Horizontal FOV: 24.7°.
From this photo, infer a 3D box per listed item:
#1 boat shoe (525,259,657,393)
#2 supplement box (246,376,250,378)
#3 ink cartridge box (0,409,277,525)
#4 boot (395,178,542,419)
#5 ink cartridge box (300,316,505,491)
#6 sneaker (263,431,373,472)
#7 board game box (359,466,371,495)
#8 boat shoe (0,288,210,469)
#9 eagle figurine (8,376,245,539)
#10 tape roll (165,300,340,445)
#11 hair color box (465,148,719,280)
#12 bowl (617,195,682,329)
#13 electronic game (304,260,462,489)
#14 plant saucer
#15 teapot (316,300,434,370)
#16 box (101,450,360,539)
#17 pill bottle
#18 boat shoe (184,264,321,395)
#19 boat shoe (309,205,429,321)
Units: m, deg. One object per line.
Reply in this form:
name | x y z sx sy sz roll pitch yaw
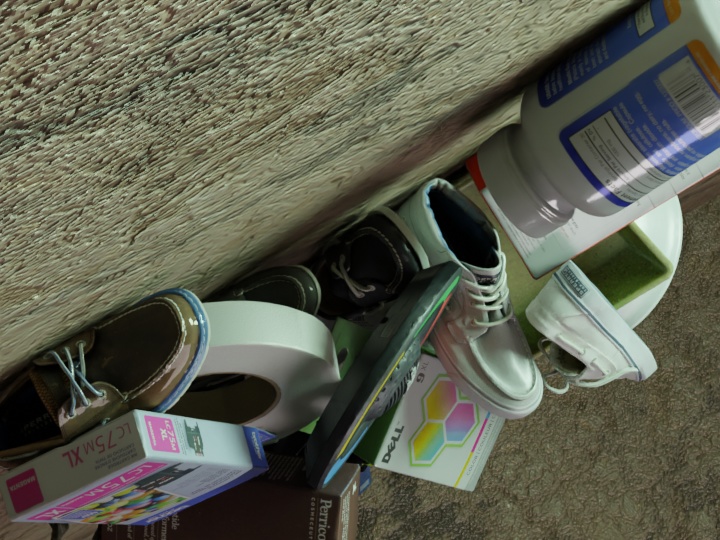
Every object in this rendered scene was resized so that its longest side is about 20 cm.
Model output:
boat shoe | 0.185 0.065 1.382 0.086 0.075 0.202 -41 151 6
supplement box | -0.142 0.163 1.642 0.199 0.127 0.074 -27 172 -33
ink cartridge box | -0.149 0.144 1.172 0.119 0.042 0.200 -26 163 20
boot | 0.091 0.023 1.327 0.073 0.201 0.096 -31 171 -25
ink cartridge box | 0.042 0.118 1.413 0.199 0.059 0.104 23 91 -47
sneaker | -0.073 0.154 1.496 0.199 0.083 0.072 -5 166 29
board game box | -0.100 0.216 1.505 0.135 0.035 0.200 17 -142 32
boat shoe | -0.185 0.081 1.104 0.200 0.073 0.072 -39 162 24
eagle figurine | -0.192 0.161 1.436 0.199 0.152 0.151 -22 150 -25
tape roll | -0.113 0.085 1.223 0.201 0.037 0.203 -10 153 -5
hair color box | 0.196 -0.091 1.320 0.199 0.102 0.061 -31 -151 7
bowl | 0.193 -0.035 1.537 0.201 0.202 0.090 -34 147 26
electronic game | 0.018 0.079 1.245 0.201 0.041 0.200 -57 174 -10
plant saucer | 0.137 -0.023 1.434 0.199 0.200 0.048 -33 -150 24
teapot | 0.025 0.080 1.585 0.198 0.200 0.146 -49 177 30
box | -0.105 0.199 1.317 0.198 0.101 0.075 6 -166 10
pill bottle | 0.183 -0.108 1.156 0.200 0.113 0.112 -34 172 27
boat shoe | -0.116 0.061 1.271 0.199 0.067 0.057 -30 178 27
boat shoe | 0.000 0.000 1.332 0.060 0.074 0.200 -33 -178 -17
